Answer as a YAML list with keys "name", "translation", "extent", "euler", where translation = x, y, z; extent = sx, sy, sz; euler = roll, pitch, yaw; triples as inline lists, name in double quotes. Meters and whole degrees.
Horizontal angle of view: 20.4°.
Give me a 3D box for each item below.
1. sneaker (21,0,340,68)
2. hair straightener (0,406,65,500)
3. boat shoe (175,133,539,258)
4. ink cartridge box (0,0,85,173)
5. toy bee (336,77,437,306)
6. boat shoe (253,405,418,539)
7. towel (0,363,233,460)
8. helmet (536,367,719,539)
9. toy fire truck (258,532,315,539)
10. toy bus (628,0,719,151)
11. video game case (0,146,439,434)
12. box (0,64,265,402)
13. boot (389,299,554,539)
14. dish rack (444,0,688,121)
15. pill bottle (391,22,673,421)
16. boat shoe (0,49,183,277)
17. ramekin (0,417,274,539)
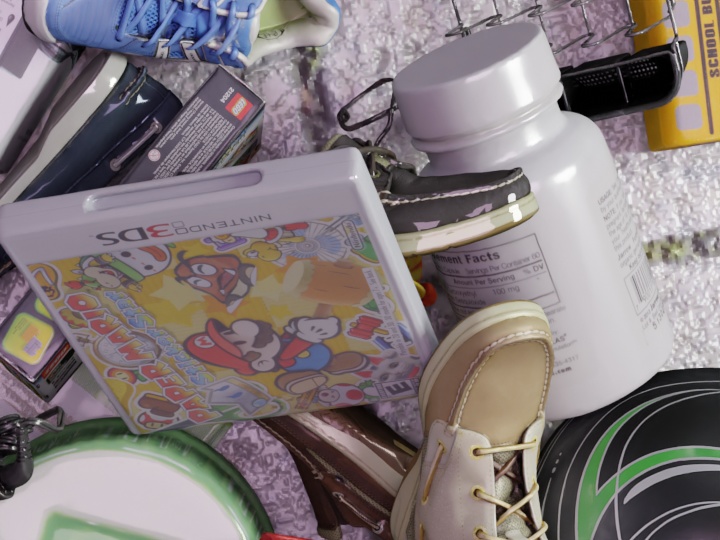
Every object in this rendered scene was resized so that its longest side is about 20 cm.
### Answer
- name: "sneaker"
  translation: [-0.095, -0.153, 1.110]
  extent: [0.199, 0.077, 0.076]
  euler: [-11, 126, -40]
- name: "hair straightener"
  translation: [-0.222, 0.102, 1.091]
  extent: [0.041, 0.199, 0.077]
  euler: [41, 49, -20]
- name: "boat shoe"
  translation: [-0.009, -0.038, 1.041]
  extent: [0.199, 0.072, 0.067]
  euler: [-9, 97, 18]
- name: "ink cartridge box"
  translation: [-0.217, -0.175, 1.150]
  extent: [0.146, 0.083, 0.201]
  euler: [31, 89, -3]
- name: "toy bee"
  translation: [0.000, 0.000, 1.154]
  extent: [0.200, 0.131, 0.109]
  euler: [-46, 117, -13]
- name: "boat shoe"
  translation: [-0.006, 0.125, 1.171]
  extent: [0.202, 0.075, 0.075]
  euler: [34, 97, -2]
- name: "towel"
  translation: [-0.190, 0.124, 1.179]
  extent: [0.149, 0.031, 0.200]
  euler: [38, 88, -4]
- name: "helmet"
  translation: [0.178, 0.157, 1.123]
  extent: [0.189, 0.200, 0.202]
  euler: [-18, 91, 5]
- name: "toy fire truck"
  translation: [0.008, 0.239, 1.089]
  extent: [0.199, 0.049, 0.142]
  euler: [27, 87, -28]
- name: "toy bus"
  translation: [0.199, -0.176, 1.187]
  extent: [0.078, 0.065, 0.202]
  euler: [-8, 91, -2]
- name: "video game case"
  translation: [-0.063, 0.017, 1.014]
  extent: [0.180, 0.200, 0.023]
  euler: [-8, 55, 12]
- name: "box"
  translation: [-0.129, -0.018, 1.130]
  extent: [0.035, 0.110, 0.200]
  euler: [38, 79, 3]
- name: "boot"
  translation: [0.078, 0.130, 1.033]
  extent: [0.071, 0.155, 0.201]
  euler: [-4, 133, -21]
- name: "dish rack"
  translation: [0.099, -0.183, 1.144]
  extent: [0.152, 0.055, 0.202]
  euler: [-10, 103, 29]
- name: "pill bottle"
  translation: [0.092, -0.028, 1.114]
  extent: [0.114, 0.114, 0.201]
  euler: [-23, 108, -3]
- name: "boat shoe"
  translation: [-0.180, -0.037, 1.151]
  extent: [0.062, 0.075, 0.200]
  euler: [36, 102, -16]
- name: "ramekin"
  translation: [-0.140, 0.183, 1.120]
  extent: [0.198, 0.098, 0.202]
  euler: [0, 87, -4]
